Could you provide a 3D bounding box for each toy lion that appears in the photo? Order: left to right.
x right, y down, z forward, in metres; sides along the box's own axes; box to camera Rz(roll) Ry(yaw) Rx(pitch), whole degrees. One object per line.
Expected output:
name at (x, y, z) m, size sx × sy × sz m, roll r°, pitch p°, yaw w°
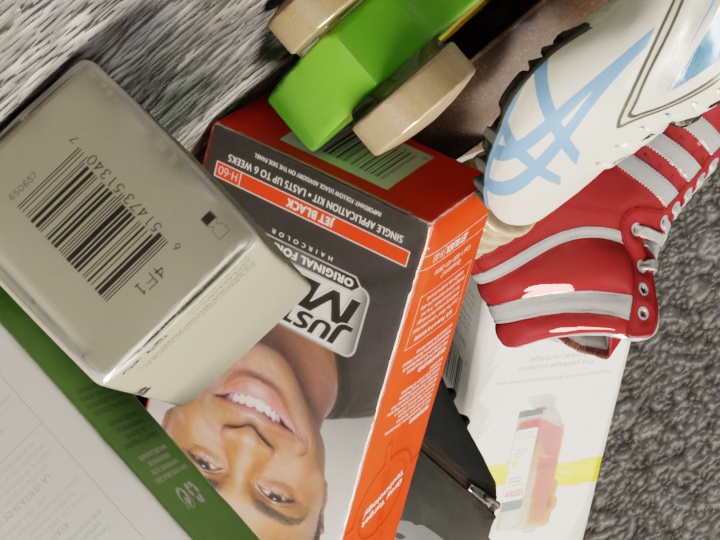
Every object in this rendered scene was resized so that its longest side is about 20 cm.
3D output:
toy lion at (0.043, -0.115, 1.118) m, size 0.200 × 0.069 × 0.192 m, roll -41°, pitch -179°, yaw -16°

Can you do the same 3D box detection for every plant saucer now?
plant saucer at (0.056, -0.091, 1.233) m, size 0.200 × 0.035 × 0.200 m, roll -39°, pitch -173°, yaw 6°

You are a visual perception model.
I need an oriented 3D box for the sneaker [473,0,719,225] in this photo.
sneaker at (0.109, -0.073, 1.059) m, size 0.072 × 0.073 × 0.200 m, roll -36°, pitch 170°, yaw -49°

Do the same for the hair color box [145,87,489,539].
hair color box at (-0.024, 0.038, 1.172) m, size 0.061 × 0.101 × 0.201 m, roll -35°, pitch 145°, yaw -54°

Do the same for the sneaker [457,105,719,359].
sneaker at (0.129, -0.031, 1.302) m, size 0.199 × 0.113 × 0.071 m, roll -22°, pitch -174°, yaw -23°

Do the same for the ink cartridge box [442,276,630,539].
ink cartridge box at (0.059, 0.042, 1.434) m, size 0.083 × 0.145 × 0.201 m, roll -6°, pitch 129°, yaw -20°

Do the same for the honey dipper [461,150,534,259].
honey dipper at (0.000, 0.000, 1.230) m, size 0.038 × 0.038 × 0.200 m, roll -38°, pitch -174°, yaw -40°

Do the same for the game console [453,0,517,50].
game console at (0.130, -0.110, 1.413) m, size 0.176 × 0.116 × 0.200 m, roll -45°, pitch 173°, yaw 18°

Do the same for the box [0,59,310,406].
box at (-0.073, -0.007, 0.967) m, size 0.068 × 0.082 × 0.200 m, roll -44°, pitch 173°, yaw -1°

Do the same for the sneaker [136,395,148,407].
sneaker at (-0.106, 0.050, 1.196) m, size 0.200 × 0.070 × 0.082 m, roll -40°, pitch 176°, yaw -45°

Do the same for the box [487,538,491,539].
box at (-0.047, 0.104, 1.340) m, size 0.158 × 0.200 × 0.051 m, roll -37°, pitch -179°, yaw -41°

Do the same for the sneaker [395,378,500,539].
sneaker at (0.007, 0.041, 1.322) m, size 0.075 × 0.106 × 0.201 m, roll -25°, pitch -132°, yaw 40°

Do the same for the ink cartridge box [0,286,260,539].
ink cartridge box at (-0.097, 0.109, 1.029) m, size 0.104 × 0.200 × 0.059 m, roll -44°, pitch 174°, yaw 14°
